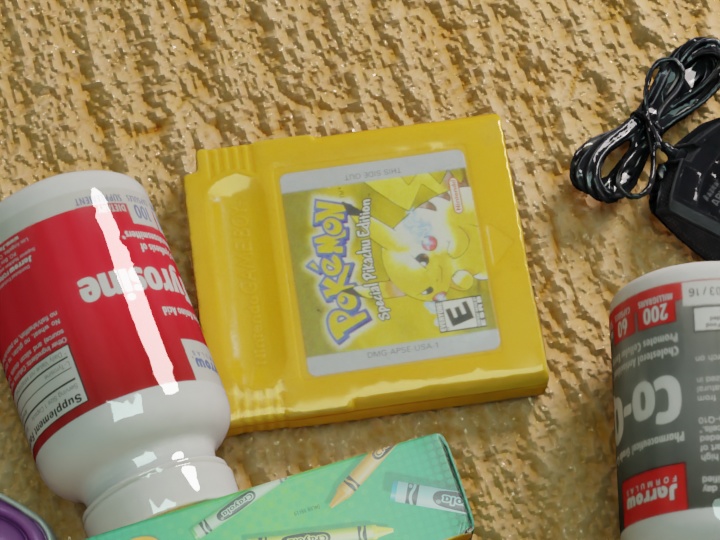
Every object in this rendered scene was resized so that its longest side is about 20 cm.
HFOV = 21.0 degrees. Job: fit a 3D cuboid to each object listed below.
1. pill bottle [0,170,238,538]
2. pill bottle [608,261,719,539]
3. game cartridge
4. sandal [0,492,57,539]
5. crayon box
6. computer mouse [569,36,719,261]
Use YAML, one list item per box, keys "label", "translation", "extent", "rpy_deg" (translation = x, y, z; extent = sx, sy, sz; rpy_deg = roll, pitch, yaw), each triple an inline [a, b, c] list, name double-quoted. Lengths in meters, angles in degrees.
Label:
- label: "pill bottle"
  translation: [-0.139, 0.055, 1.077]
  extent: [0.111, 0.112, 0.201]
  rpy_deg: [-20, 70, -10]
- label: "pill bottle"
  translation: [0.197, 0.107, 1.066]
  extent: [0.112, 0.114, 0.202]
  rpy_deg: [1, 67, -2]
- label: "game cartridge"
  translation: [0.000, 0.000, 1.148]
  extent: [0.198, 0.032, 0.178]
  rpy_deg: [-7, 68, -6]
- label: "sandal"
  translation: [-0.263, 0.127, 1.077]
  extent: [0.200, 0.050, 0.083]
  rpy_deg: [15, 68, 4]
- label: "crayon box"
  translation: [-0.044, 0.157, 1.036]
  extent: [0.198, 0.119, 0.059]
  rpy_deg: [-16, 69, -8]
- label: "computer mouse"
  translation: [0.238, -0.043, 1.167]
  extent: [0.199, 0.053, 0.139]
  rpy_deg: [37, 70, 24]
